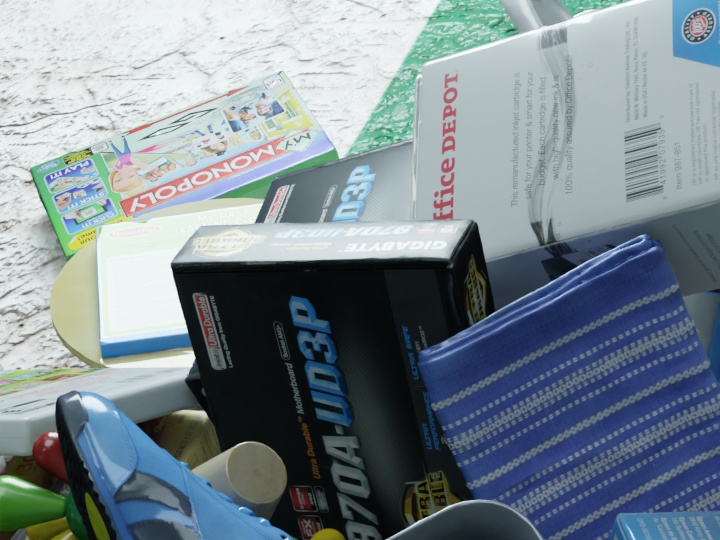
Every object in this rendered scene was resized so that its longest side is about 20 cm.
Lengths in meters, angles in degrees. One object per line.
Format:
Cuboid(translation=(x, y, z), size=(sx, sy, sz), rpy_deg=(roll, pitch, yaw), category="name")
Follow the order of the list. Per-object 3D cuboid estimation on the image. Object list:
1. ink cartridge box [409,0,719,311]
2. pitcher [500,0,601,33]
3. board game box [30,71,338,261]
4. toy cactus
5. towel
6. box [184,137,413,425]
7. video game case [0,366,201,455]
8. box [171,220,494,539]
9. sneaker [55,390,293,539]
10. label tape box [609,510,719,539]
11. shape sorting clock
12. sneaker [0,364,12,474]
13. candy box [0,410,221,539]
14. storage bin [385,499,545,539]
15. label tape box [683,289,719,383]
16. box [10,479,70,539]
Cuboid(translation=(0.133, -0.058, 1.230), size=(0.199, 0.084, 0.146), rpy_deg=(-14, 54, 26), category="ink cartridge box")
Cuboid(translation=(0.151, -0.096, 1.440), size=(0.121, 0.171, 0.201), rpy_deg=(-43, 24, 24), category="pitcher")
Cuboid(translation=(-0.124, -0.067, 1.629), size=(0.199, 0.029, 0.135), rpy_deg=(-22, 33, -8), category="board game box")
Cuboid(translation=(-0.076, 0.123, 1.105), size=(0.165, 0.199, 0.103), rpy_deg=(-46, 17, 51), category="toy cactus")
Cuboid(translation=(0.127, 0.100, 1.147), size=(0.144, 0.201, 0.024), rpy_deg=(-26, 7, -13), category="towel")
Cuboid(translation=(0.000, 0.000, 1.341), size=(0.158, 0.046, 0.201), rpy_deg=(-14, 32, 27), category="box")
Cuboid(translation=(-0.203, 0.078, 1.286), size=(0.181, 0.023, 0.200), rpy_deg=(-2, 5, 27), category="video game case")
Cuboid(translation=(0.000, 0.071, 1.218), size=(0.158, 0.201, 0.046), rpy_deg=(0, 30, 23), category="box")
Cuboid(translation=(-0.066, 0.127, 1.007), size=(0.078, 0.066, 0.201), rpy_deg=(-26, 60, -18), category="sneaker")
Cuboid(translation=(0.228, 0.178, 1.088), size=(0.198, 0.067, 0.144), rpy_deg=(1, 31, -13), category="label tape box")
Cuboid(translation=(-0.096, 0.013, 1.451), size=(0.198, 0.039, 0.201), rpy_deg=(-4, 38, 3), category="shape sorting clock")
Cuboid(translation=(-0.273, 0.106, 1.403), size=(0.081, 0.089, 0.201), rpy_deg=(-2, 36, 21), category="sneaker")
Cuboid(translation=(-0.161, 0.161, 1.302), size=(0.115, 0.056, 0.201), rpy_deg=(-1, 38, 22), category="candy box")
Cuboid(translation=(0.007, 0.213, 1.061), size=(0.199, 0.135, 0.146), rpy_deg=(-26, 58, -15), category="storage bin")
Cuboid(translation=(0.107, 0.045, 1.311), size=(0.198, 0.066, 0.144), rpy_deg=(5, 39, 14), category="label tape box")
Cuboid(translation=(-0.125, 0.200, 1.169), size=(0.157, 0.050, 0.200), rpy_deg=(29, 47, 6), category="box")
